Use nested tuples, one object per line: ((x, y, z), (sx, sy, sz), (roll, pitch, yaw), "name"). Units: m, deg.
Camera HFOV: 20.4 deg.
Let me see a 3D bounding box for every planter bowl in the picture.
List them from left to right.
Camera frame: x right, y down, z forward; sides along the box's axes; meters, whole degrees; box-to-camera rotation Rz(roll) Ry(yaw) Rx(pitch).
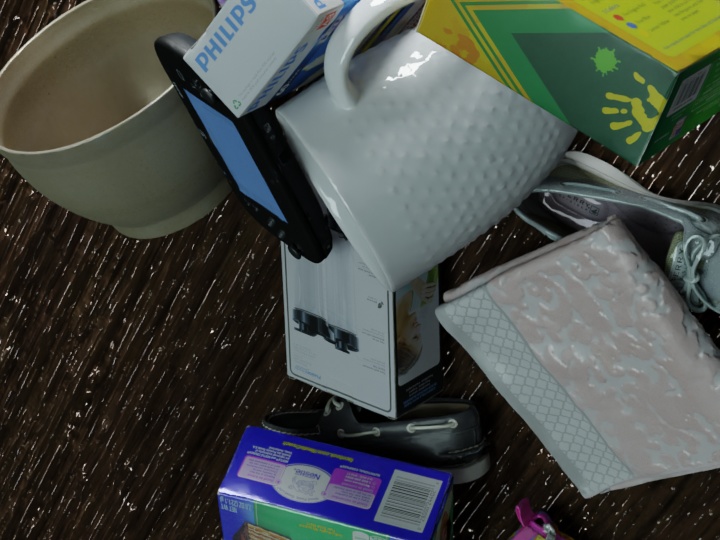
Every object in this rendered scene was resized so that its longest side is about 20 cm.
((-0.169, -0.110, 1.540), (0.200, 0.200, 0.135), (0, 136, 36), "planter bowl")

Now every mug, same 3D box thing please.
((0.045, -0.109, 1.335), (0.148, 0.175, 0.200), (53, 174, 46), "mug")

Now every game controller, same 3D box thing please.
((-0.082, -0.086, 1.423), (0.104, 0.042, 0.200), (25, 154, 38), "game controller")

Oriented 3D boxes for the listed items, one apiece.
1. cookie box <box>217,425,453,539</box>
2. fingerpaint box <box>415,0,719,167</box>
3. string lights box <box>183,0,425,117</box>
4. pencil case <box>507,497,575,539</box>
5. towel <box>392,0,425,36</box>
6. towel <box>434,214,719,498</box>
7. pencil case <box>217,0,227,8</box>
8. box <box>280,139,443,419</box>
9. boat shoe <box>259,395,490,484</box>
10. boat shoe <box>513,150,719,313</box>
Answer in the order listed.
((-0.015, 0.227, 1.557), (0.171, 0.075, 0.200), (12, 138, 15), "cookie box")
((0.160, -0.160, 1.257), (0.167, 0.200, 0.073), (34, 125, 19), "fingerpaint box")
((-0.022, -0.181, 1.351), (0.059, 0.200, 0.103), (47, 127, 7), "string lights box")
((0.182, 0.262, 1.505), (0.200, 0.088, 0.088), (36, 126, 16), "pencil case")
((0.048, -0.178, 1.447), (0.200, 0.022, 0.145), (48, 127, 7), "towel")
((0.171, 0.069, 1.417), (0.191, 0.032, 0.200), (-25, 109, 48), "towel")
((-0.112, -0.276, 1.461), (0.084, 0.085, 0.200), (-40, 76, 22), "pencil case")
((0.000, 0.000, 1.519), (0.117, 0.060, 0.200), (18, 122, 38), "box")
((0.007, 0.123, 1.574), (0.200, 0.074, 0.060), (6, 113, 31), "boat shoe")
((0.199, -0.019, 1.379), (0.202, 0.065, 0.074), (30, 125, 22), "boat shoe")
